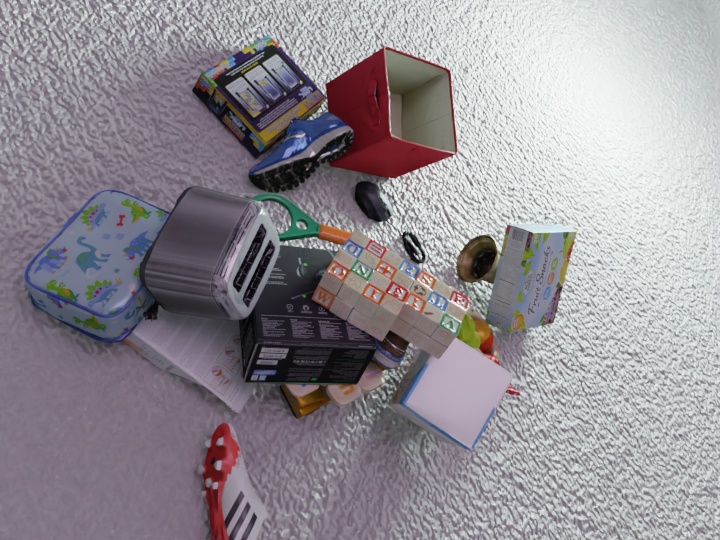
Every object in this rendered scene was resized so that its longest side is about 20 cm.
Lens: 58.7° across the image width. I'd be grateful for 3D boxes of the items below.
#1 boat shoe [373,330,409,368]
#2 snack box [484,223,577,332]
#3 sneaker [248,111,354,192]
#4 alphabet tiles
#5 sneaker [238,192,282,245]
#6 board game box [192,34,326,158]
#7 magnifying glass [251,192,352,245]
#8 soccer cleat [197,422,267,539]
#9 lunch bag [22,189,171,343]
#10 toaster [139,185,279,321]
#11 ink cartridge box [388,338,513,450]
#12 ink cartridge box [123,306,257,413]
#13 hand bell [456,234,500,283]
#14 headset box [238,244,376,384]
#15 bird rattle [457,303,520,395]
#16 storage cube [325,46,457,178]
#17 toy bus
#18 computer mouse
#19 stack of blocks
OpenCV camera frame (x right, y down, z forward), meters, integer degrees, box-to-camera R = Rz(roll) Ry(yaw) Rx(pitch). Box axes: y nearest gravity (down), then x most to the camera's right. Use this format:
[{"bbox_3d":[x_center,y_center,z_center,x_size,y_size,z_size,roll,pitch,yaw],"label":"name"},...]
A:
[{"bbox_3d":[0.067,0.081,1.011,0.072,0.073,0.200,36,22,-8],"label":"boat shoe"},{"bbox_3d":[0.338,0.011,1.267,0.168,0.067,0.202,-4,109,-43],"label":"snack box"},{"bbox_3d":[-0.113,-0.214,1.135,0.199,0.079,0.089,-32,65,-11],"label":"sneaker"},{"bbox_3d":[-0.055,0.113,0.976,0.195,0.015,0.200,-21,60,-39],"label":"alphabet tiles"},{"bbox_3d":[-0.156,-0.033,1.033,0.075,0.081,0.201,-29,86,-42],"label":"sneaker"},{"bbox_3d":[-0.181,-0.325,1.183,0.165,0.057,0.200,47,49,-7],"label":"board game box"},{"bbox_3d":[-0.087,-0.069,1.022,0.199,0.022,0.080,15,60,-17],"label":"magnifying glass"},{"bbox_3d":[-0.167,0.308,0.862,0.085,0.068,0.202,9,64,-40],"label":"soccer cleat"},{"bbox_3d":[-0.342,-0.012,0.875,0.160,0.083,0.201,22,51,5],"label":"lunch bag"},{"bbox_3d":[-0.195,-0.015,0.844,0.128,0.114,0.201,8,57,21],"label":"toaster"},{"bbox_3d":[0.134,0.194,1.027,0.125,0.200,0.129,33,76,2],"label":"ink cartridge box"},{"bbox_3d":[-0.226,0.093,0.950,0.200,0.050,0.163,43,49,-16],"label":"ink cartridge box"},{"bbox_3d":[0.301,0.017,1.326,0.199,0.104,0.105,30,52,-34],"label":"hand bell"},{"bbox_3d":[-0.087,0.056,0.935,0.173,0.093,0.201,5,47,-22],"label":"headset box"},{"bbox_3d":[0.223,0.141,1.189,0.200,0.113,0.163,42,34,-12],"label":"bird rattle"},{"bbox_3d":[0.057,-0.287,1.211,0.199,0.179,0.173,4,79,-41],"label":"storage cube"},{"bbox_3d":[-0.027,0.161,1.019,0.199,0.078,0.065,-22,80,-39],"label":"toy bus"},{"bbox_3d":[0.063,-0.096,1.242,0.200,0.034,0.059,47,49,-5],"label":"computer mouse"},{"bbox_3d":[0.046,0.040,0.906,0.199,0.059,0.115,31,40,1],"label":"stack of blocks"}]
